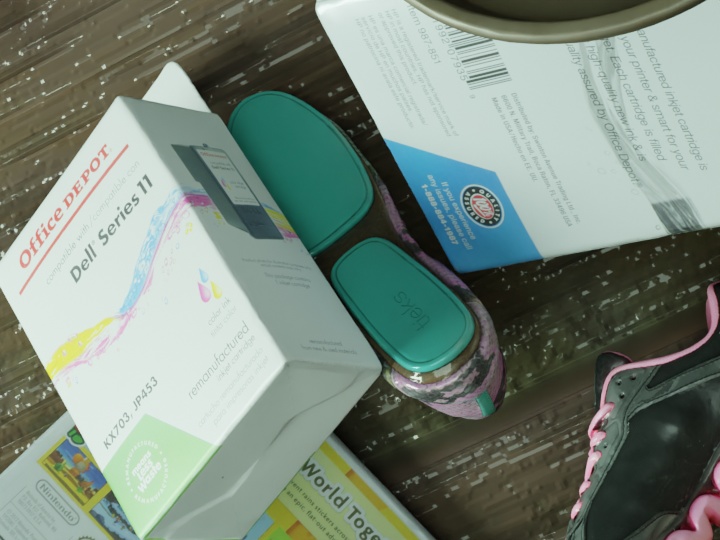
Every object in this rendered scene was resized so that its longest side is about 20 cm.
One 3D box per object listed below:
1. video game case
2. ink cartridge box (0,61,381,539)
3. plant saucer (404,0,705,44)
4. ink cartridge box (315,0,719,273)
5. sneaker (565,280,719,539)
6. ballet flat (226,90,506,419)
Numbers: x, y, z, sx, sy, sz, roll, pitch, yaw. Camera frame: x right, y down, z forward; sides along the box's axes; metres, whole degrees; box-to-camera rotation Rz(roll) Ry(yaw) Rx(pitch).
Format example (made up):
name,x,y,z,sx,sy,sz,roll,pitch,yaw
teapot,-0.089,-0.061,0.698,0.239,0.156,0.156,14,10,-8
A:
name,x,y,z,sx,sy,sz,roll,pitch,yaw
video game case,-0.073,0.143,1.044,0.182,0.023,0.200,-44,85,-12
ink cartridge box,-0.089,0.007,0.997,0.117,0.067,0.201,-51,56,25
plant saucer,0.085,-0.169,0.832,0.198,0.029,0.202,-9,64,18
ink cartridge box,0.105,-0.093,0.929,0.199,0.084,0.146,-11,121,34
sneaker,0.127,0.085,0.997,0.200,0.079,0.095,-44,77,-8
ballet flat,0.000,0.000,1.015,0.069,0.071,0.200,-36,53,-8
